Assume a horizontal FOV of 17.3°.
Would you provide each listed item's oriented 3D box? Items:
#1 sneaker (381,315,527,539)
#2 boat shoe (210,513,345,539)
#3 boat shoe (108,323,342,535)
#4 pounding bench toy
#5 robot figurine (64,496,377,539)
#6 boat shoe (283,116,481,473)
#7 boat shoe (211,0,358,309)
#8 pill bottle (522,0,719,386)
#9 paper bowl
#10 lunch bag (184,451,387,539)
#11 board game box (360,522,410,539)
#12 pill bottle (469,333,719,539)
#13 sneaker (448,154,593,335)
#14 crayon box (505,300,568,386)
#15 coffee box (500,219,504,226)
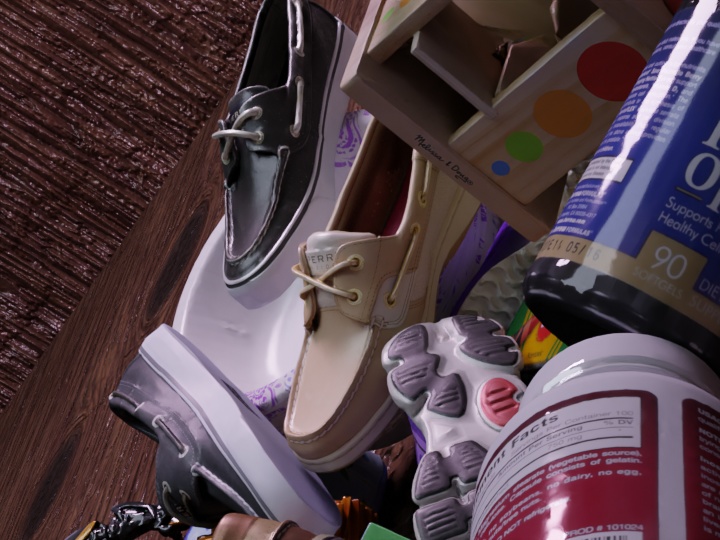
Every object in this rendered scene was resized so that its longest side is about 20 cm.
[{"bbox_3d":[0.064,0.103,1.064,0.080,0.084,0.201,-14,37,2],"label":"sneaker"},{"bbox_3d":[-0.060,0.200,1.086,0.076,0.073,0.201,-27,-42,-66],"label":"boat shoe"},{"bbox_3d":[-0.076,0.095,1.179,0.066,0.070,0.200,-48,39,1],"label":"boat shoe"},{"bbox_3d":[0.068,-0.148,1.091,0.156,0.200,0.125,-39,21,40],"label":"pounding bench toy"},{"bbox_3d":[-0.087,0.177,1.201,0.198,0.058,0.146,-12,64,20],"label":"robot figurine"},{"bbox_3d":[0.000,0.000,1.161,0.073,0.069,0.201,-6,54,46],"label":"boat shoe"},{"bbox_3d":[-0.052,-0.070,1.305,0.070,0.064,0.201,-25,40,37],"label":"boat shoe"},{"bbox_3d":[0.158,-0.047,0.949,0.201,0.111,0.112,-60,11,-9],"label":"pill bottle"},{"bbox_3d":[-0.004,0.019,1.312,0.200,0.104,0.202,-34,36,30],"label":"paper bowl"},{"bbox_3d":[-0.062,0.187,1.339,0.161,0.082,0.200,-54,10,30],"label":"lunch bag"},{"bbox_3d":[-0.023,0.224,1.052,0.201,0.029,0.135,-61,-17,-19],"label":"board game box"},{"bbox_3d":[0.092,0.107,0.810,0.113,0.113,0.200,-52,12,26],"label":"pill bottle"},{"bbox_3d":[0.096,0.002,1.219,0.201,0.069,0.100,-57,4,-19],"label":"sneaker"},{"bbox_3d":[0.143,-0.027,1.113,0.201,0.051,0.127,-60,11,-16],"label":"crayon box"},{"bbox_3d":[0.128,-0.118,1.346,0.200,0.079,0.115,-48,14,40],"label":"coffee box"}]
